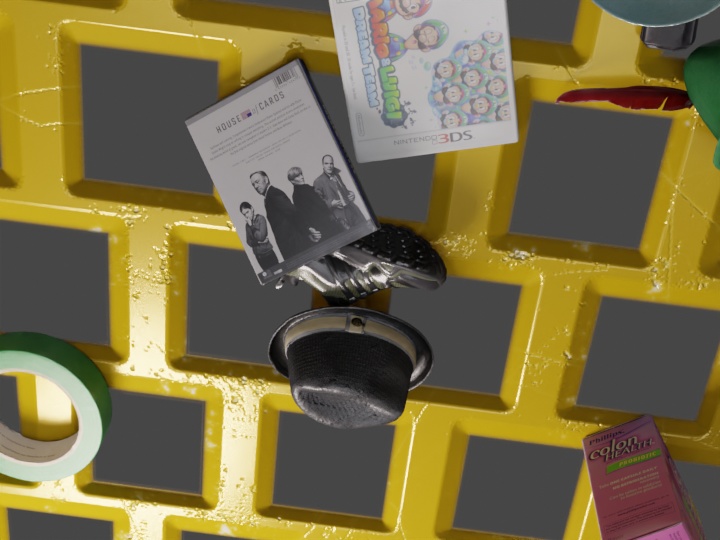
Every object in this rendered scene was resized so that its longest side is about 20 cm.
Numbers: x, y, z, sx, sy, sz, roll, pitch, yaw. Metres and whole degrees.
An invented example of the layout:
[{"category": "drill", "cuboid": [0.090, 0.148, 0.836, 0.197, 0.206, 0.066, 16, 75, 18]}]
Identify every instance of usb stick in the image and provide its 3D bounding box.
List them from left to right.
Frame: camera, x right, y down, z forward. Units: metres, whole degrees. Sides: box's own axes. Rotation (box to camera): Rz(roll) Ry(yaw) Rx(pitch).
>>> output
[{"category": "usb stick", "cuboid": [0.315, -0.315, 0.979, 0.055, 0.033, 0.202, 6, 118, 10]}]

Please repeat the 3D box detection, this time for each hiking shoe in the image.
[{"category": "hiking shoe", "cuboid": [0.000, 0.000, 1.152, 0.198, 0.076, 0.101, 14, 127, 7]}]

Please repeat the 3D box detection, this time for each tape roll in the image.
[{"category": "tape roll", "cuboid": [-0.421, 0.176, 1.281, 0.198, 0.048, 0.202, 2, 118, 3]}]

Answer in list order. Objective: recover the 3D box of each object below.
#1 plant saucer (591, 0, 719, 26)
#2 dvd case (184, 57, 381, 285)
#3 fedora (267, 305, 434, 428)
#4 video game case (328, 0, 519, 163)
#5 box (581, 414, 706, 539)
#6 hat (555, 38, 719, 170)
[{"category": "plant saucer", "cuboid": [0.285, -0.334, 0.939, 0.199, 0.039, 0.203, 16, 120, 29]}, {"category": "dvd case", "cuboid": [-0.085, -0.105, 1.087, 0.149, 0.025, 0.202, -24, 93, 16]}, {"category": "fedora", "cuboid": [-0.013, 0.128, 1.169, 0.198, 0.092, 0.202, 3, 140, 2]}, {"category": "video game case", "cuboid": [0.068, -0.220, 1.051, 0.180, 0.024, 0.202, -7, 117, 7]}, {"category": "box", "cuboid": [0.355, 0.312, 1.207, 0.096, 0.201, 0.177, -24, 113, 15]}, {"category": "hat", "cuboid": [0.351, -0.215, 1.023, 0.176, 0.199, 0.167, 44, 139, 28]}]
